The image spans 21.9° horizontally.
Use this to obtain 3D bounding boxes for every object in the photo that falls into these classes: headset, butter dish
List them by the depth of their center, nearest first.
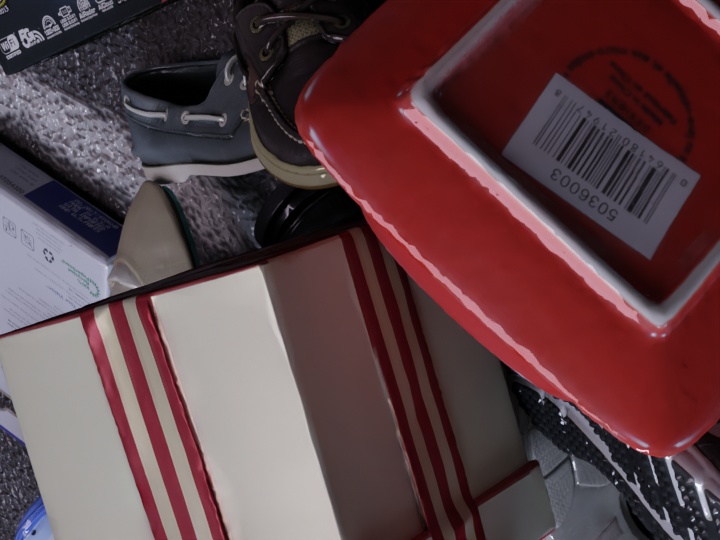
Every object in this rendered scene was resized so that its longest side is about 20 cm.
[{"bbox_3d":[0.086,-0.034,0.767,0.200,0.199,0.148,42,154,5],"label":"butter dish"},{"bbox_3d":[0.000,0.000,0.938,0.199,0.093,0.125,-20,91,49],"label":"headset"}]

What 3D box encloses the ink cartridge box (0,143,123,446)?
[{"bbox_3d":[-0.223,0.019,1.215,0.195,0.043,0.202,32,135,26],"label":"ink cartridge box"}]

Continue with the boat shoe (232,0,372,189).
[{"bbox_3d":[-0.029,-0.104,0.853,0.200,0.072,0.065,-116,6,-58],"label":"boat shoe"}]

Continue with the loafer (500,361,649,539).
[{"bbox_3d":[0.098,0.113,0.931,0.063,0.072,0.202,3,118,52],"label":"loafer"}]

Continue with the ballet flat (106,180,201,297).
[{"bbox_3d":[-0.105,0.054,0.996,0.069,0.069,0.202,-18,89,49],"label":"ballet flat"}]

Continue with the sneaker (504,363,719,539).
[{"bbox_3d":[0.135,0.061,0.788,0.200,0.079,0.074,48,158,52],"label":"sneaker"}]

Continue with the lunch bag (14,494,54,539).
[{"bbox_3d":[-0.159,0.183,1.158,0.075,0.160,0.201,39,137,20],"label":"lunch bag"}]

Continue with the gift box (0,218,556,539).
[{"bbox_3d":[-0.046,0.090,0.817,0.183,0.199,0.189,-15,95,39],"label":"gift box"}]

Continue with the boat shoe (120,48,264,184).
[{"bbox_3d":[-0.062,-0.089,0.965,0.199,0.073,0.062,-7,112,52],"label":"boat shoe"}]

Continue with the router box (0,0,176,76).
[{"bbox_3d":[-0.150,-0.203,0.991,0.199,0.062,0.151,-14,101,48],"label":"router box"}]
